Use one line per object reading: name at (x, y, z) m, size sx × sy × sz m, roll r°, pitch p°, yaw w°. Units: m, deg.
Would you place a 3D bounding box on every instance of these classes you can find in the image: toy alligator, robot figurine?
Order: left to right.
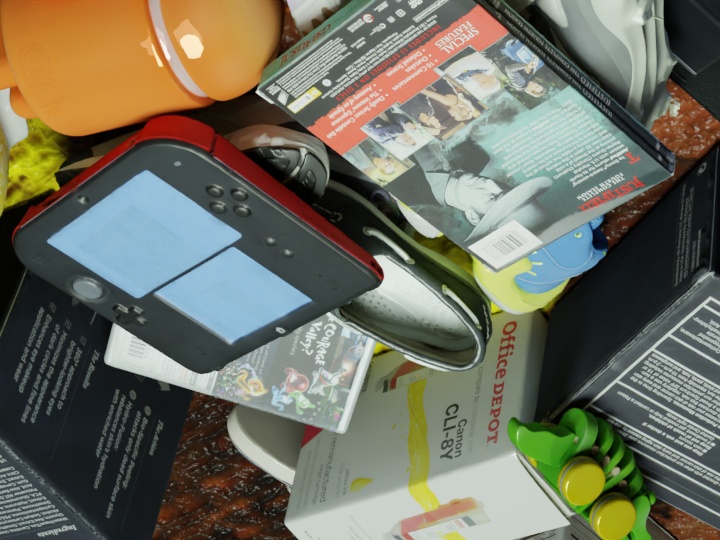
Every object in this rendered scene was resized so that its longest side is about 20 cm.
robot figurine at (-0.129, -0.146, 0.929) m, size 0.198 × 0.117 × 0.145 m, roll -10°, pitch 117°, yaw 21°
toy alligator at (0.166, 0.146, 1.037) m, size 0.054 × 0.059 × 0.200 m, roll -43°, pitch 120°, yaw -1°

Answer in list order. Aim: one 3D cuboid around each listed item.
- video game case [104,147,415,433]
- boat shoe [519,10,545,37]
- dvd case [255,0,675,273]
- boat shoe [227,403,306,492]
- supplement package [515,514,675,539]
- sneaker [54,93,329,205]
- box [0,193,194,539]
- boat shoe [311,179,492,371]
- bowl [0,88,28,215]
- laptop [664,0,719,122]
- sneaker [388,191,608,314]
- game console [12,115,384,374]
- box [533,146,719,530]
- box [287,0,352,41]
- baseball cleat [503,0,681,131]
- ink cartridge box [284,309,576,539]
video game case at (-0.067, 0.002, 1.086) m, size 0.180 × 0.023 × 0.202 m, roll 17°, pitch 115°, yaw -4°
boat shoe at (0.060, -0.137, 0.928) m, size 0.071 × 0.068 × 0.201 m, roll -16°, pitch 130°, yaw 27°
dvd case at (0.060, -0.084, 0.898) m, size 0.199 × 0.022 × 0.145 m, roll 36°, pitch 135°, yaw -25°
boat shoe at (-0.034, 0.176, 1.268) m, size 0.198 × 0.075 × 0.093 m, roll 28°, pitch 128°, yaw -17°
supplement package at (0.139, 0.262, 1.292) m, size 0.199 × 0.112 × 0.155 m, roll -29°, pitch 123°, yaw 36°
sneaker at (-0.104, -0.069, 1.009) m, size 0.198 × 0.080 × 0.074 m, roll -8°, pitch 137°, yaw 24°
box at (-0.229, 0.093, 1.138) m, size 0.116 × 0.198 × 0.201 m, roll -16°, pitch 131°, yaw 28°
boat shoe at (0.000, 0.000, 1.034) m, size 0.198 × 0.061 × 0.076 m, roll 24°, pitch 115°, yaw -8°
bowl at (-0.275, -0.097, 1.001) m, size 0.107 × 0.200 × 0.202 m, roll -29°, pitch 137°, yaw -17°
laptop at (0.240, -0.132, 0.866) m, size 0.177 × 0.104 × 0.199 m, roll 36°, pitch 132°, yaw -22°
sneaker at (0.091, -0.054, 1.010) m, size 0.104 × 0.076 × 0.200 m, roll -25°, pitch 137°, yaw 23°
game console at (-0.108, -0.008, 0.995) m, size 0.176 × 0.031 × 0.199 m, roll 39°, pitch 139°, yaw -24°
box at (0.250, 0.057, 1.044) m, size 0.198 × 0.124 × 0.199 m, roll 28°, pitch 135°, yaw -13°
box at (-0.018, -0.164, 0.887) m, size 0.038 × 0.042 × 0.201 m, roll 16°, pitch 149°, yaw 26°
baseball cleat at (0.129, -0.136, 0.904) m, size 0.106 × 0.070 × 0.201 m, roll 26°, pitch 151°, yaw 22°
ink cartridge box at (0.056, 0.125, 1.146) m, size 0.198 × 0.146 × 0.084 m, roll -21°, pitch 127°, yaw 30°
